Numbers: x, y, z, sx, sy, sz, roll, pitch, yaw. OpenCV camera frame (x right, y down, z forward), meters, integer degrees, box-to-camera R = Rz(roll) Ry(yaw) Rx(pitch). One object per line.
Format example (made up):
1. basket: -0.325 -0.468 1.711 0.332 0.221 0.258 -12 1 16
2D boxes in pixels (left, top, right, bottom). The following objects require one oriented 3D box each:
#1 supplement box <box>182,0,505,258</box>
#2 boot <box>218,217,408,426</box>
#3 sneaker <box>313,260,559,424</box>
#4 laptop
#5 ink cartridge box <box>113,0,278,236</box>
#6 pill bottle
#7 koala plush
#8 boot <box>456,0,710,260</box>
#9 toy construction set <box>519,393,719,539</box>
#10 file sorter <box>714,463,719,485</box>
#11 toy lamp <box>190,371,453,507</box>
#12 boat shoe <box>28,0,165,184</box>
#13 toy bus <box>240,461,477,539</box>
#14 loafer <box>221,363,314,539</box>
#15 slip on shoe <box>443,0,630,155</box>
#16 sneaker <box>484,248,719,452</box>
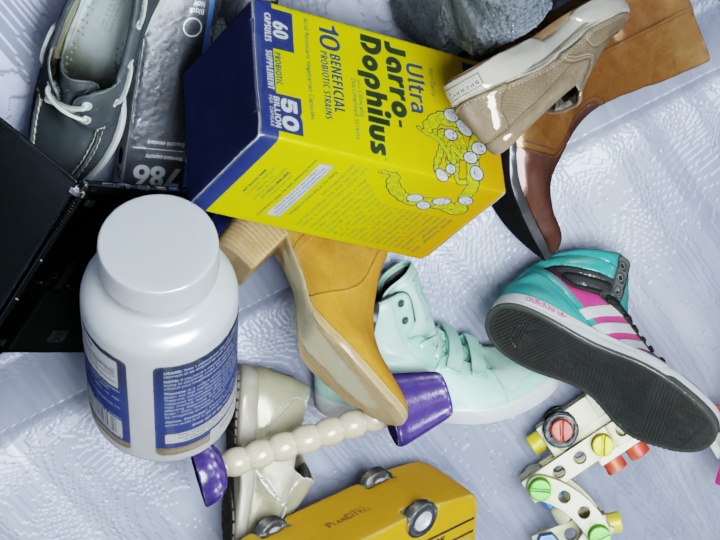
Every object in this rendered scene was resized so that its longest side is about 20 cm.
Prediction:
1. supplement box: -0.012 -0.096 1.420 0.199 0.110 0.109 12 149 -30
2. boot: -0.001 0.000 1.491 0.201 0.071 0.144 47 62 -4
3. sneaker: 0.065 0.053 1.572 0.198 0.074 0.119 -3 117 -14
4. laptop: -0.231 -0.034 1.449 0.199 0.104 0.178 2 138 -42
5. ink cartridge box: -0.123 -0.111 1.475 0.099 0.039 0.202 3 110 -19
6. pill bottle: -0.140 0.039 1.423 0.110 0.112 0.201 -12 146 -13
7. koala plush: 0.124 -0.261 1.433 0.199 0.184 0.178 -30 117 -17
8. boot: 0.179 -0.127 1.563 0.199 0.068 0.189 -28 108 -13
9. toy construction set: 0.211 0.154 1.649 0.199 0.092 0.132 -35 92 -11
10. file sorter: 0.398 0.097 1.640 0.138 0.125 0.202 -6 115 -45
11. toy lamp: -0.029 0.121 1.516 0.198 0.058 0.059 -15 114 -9
12. boat shoe: -0.192 -0.141 1.411 0.075 0.060 0.201 23 109 7
13. toy bus: -0.002 0.213 1.571 0.199 0.065 0.079 -21 128 -36
14. loafer: -0.071 0.170 1.577 0.068 0.076 0.202 -1 110 -10
15. slip on shoe: 0.135 -0.141 1.433 0.076 0.200 0.061 -28 93 40
16. sneaker: 0.202 0.052 1.587 0.199 0.121 0.084 32 133 0
